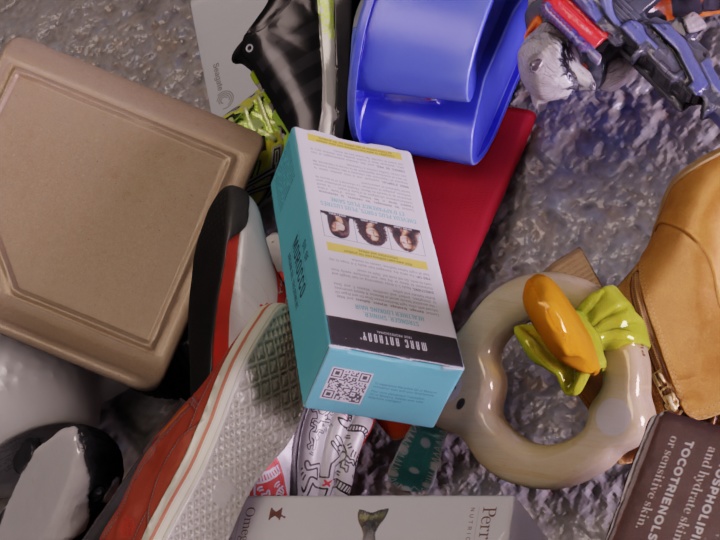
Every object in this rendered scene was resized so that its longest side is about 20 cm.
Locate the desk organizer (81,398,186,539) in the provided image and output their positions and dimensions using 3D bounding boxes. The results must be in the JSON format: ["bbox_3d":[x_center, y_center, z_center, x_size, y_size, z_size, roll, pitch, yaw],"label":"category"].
[{"bbox_3d":[-0.129,0.176,1.095,0.071,0.077,0.200,28,37,3],"label":"desk organizer"}]

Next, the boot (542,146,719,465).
[{"bbox_3d":[0.212,0.018,1.067,0.200,0.071,0.145,-33,58,11],"label":"boot"}]

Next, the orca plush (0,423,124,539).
[{"bbox_3d":[-0.187,0.178,1.139,0.105,0.071,0.201,48,121,51],"label":"orca plush"}]

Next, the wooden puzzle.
[{"bbox_3d":[-0.180,-0.037,1.166,0.184,0.037,0.201,22,66,1],"label":"wooden puzzle"}]

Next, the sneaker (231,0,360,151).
[{"bbox_3d":[-0.045,-0.126,1.199,0.082,0.072,0.202,2,77,7],"label":"sneaker"}]

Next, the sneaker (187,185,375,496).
[{"bbox_3d":[-0.048,0.052,1.114,0.067,0.107,0.203,150,124,-63],"label":"sneaker"}]

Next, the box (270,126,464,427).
[{"bbox_3d":[0.000,0.000,1.062,0.082,0.049,0.201,11,38,-18],"label":"box"}]

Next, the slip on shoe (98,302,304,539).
[{"bbox_3d":[-0.087,0.099,1.020,0.061,0.074,0.201,5,54,35],"label":"slip on shoe"}]

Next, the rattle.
[{"bbox_3d":[0.059,0.072,1.031,0.198,0.143,0.131,-11,95,29],"label":"rattle"}]

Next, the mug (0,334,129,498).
[{"bbox_3d":[-0.228,0.047,1.220,0.198,0.148,0.176,-20,62,-17],"label":"mug"}]

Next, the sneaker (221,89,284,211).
[{"bbox_3d":[-0.071,-0.082,1.240,0.200,0.076,0.075,-46,71,0],"label":"sneaker"}]

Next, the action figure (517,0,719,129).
[{"bbox_3d":[0.182,-0.146,1.115,0.192,0.105,0.201,-28,71,-22],"label":"action figure"}]

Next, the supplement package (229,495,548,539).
[{"bbox_3d":[0.006,0.202,1.021,0.198,0.117,0.118,-4,58,23],"label":"supplement package"}]

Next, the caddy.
[{"bbox_3d":[0.049,-0.165,1.170,0.104,0.142,0.201,14,59,16],"label":"caddy"}]

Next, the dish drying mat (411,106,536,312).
[{"bbox_3d":[0.050,-0.039,1.166,0.076,0.018,0.201,10,49,20],"label":"dish drying mat"}]

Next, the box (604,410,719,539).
[{"bbox_3d":[0.225,0.196,0.888,0.199,0.166,0.165,14,68,31],"label":"box"}]

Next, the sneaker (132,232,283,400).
[{"bbox_3d":[-0.068,0.024,1.193,0.198,0.074,0.089,-17,54,3],"label":"sneaker"}]

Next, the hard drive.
[{"bbox_3d":[-0.024,-0.185,1.318,0.199,0.027,0.133,-22,55,13],"label":"hard drive"}]
